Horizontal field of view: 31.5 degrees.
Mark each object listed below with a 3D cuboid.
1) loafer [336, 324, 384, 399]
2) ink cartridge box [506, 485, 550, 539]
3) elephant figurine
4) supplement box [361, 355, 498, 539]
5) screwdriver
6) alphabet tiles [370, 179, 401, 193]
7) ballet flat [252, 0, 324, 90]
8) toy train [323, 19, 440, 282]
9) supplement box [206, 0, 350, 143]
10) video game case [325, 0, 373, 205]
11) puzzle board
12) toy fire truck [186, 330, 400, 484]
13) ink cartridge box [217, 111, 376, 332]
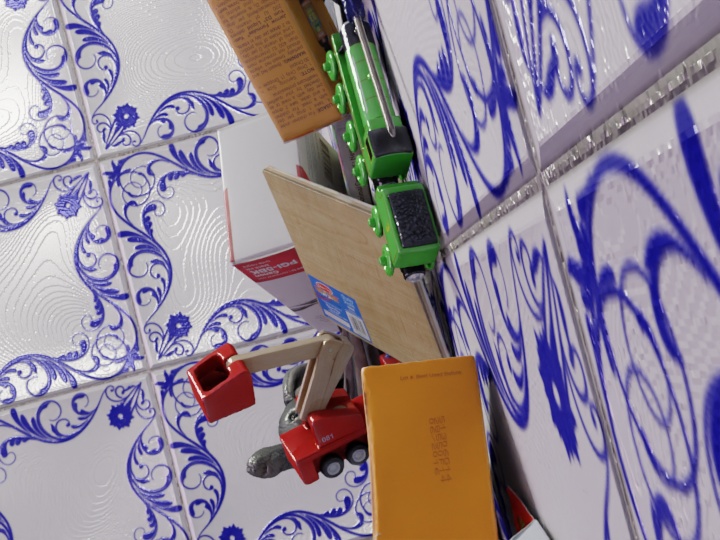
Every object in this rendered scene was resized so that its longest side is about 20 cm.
[{"bbox_3d":[-0.004,0.045,1.135,0.072,0.063,0.201,-46,-49,-54],"label":"loafer"},{"bbox_3d":[0.096,0.219,0.674,0.200,0.050,0.163,-136,32,-80],"label":"ink cartridge box"},{"bbox_3d":[-0.030,0.154,1.383,0.155,0.199,0.142,80,175,-64],"label":"elephant figurine"},{"bbox_3d":[0.049,0.157,0.813,0.200,0.073,0.126,76,-172,-57],"label":"supplement box"},{"bbox_3d":[-0.001,-0.157,0.860,0.029,0.028,0.200,123,144,-46],"label":"screwdriver"},{"bbox_3d":[0.021,-0.071,1.097,0.196,0.015,0.200,-107,3,-53],"label":"alphabet tiles"},{"bbox_3d":[-0.056,-0.236,1.049,0.068,0.068,0.200,-61,-10,-50],"label":"ballet flat"},{"bbox_3d":[0.014,-0.087,0.875,0.056,0.042,0.201,103,154,-64],"label":"toy train"},{"bbox_3d":[-0.071,-0.203,0.981,0.200,0.069,0.067,60,-150,-13],"label":"supplement box"},{"bbox_3d":[-0.017,-0.152,1.161,0.182,0.022,0.200,76,-177,-55],"label":"video game case"},{"bbox_3d":[0.000,0.000,0.999,0.200,0.017,0.151,26,144,56],"label":"puzzle board"},{"bbox_3d":[-0.031,0.101,1.068,0.049,0.200,0.141,46,158,55],"label":"toy fire truck"},{"bbox_3d":[-0.049,-0.042,1.211,0.200,0.083,0.147,44,-146,-58],"label":"ink cartridge box"}]
